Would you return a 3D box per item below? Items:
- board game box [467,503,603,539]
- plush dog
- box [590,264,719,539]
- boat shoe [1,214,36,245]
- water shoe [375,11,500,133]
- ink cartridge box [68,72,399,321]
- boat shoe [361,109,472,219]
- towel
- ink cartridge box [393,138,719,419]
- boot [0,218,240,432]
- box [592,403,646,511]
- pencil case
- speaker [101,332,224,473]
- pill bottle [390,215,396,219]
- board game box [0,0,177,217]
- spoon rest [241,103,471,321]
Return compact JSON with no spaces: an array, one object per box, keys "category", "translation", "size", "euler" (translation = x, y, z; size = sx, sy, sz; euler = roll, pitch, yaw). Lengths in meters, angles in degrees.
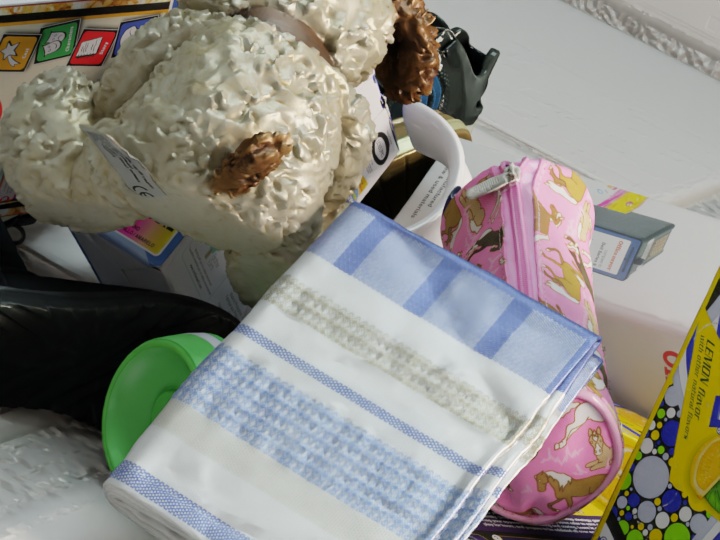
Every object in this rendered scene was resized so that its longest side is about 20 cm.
[{"category":"board game box","translation":[0.082,0.159,1.315],"size":[0.199,0.057,0.165],"euler":[10,18,-46]},{"category":"plush dog","translation":[-0.051,-0.094,1.363],"size":[0.199,0.173,0.160],"euler":[23,-27,-11]},{"category":"box","translation":[0.181,0.058,1.316],"size":[0.070,0.201,0.064],"euler":[30,14,28]},{"category":"boat shoe","translation":[-0.200,-0.051,1.603],"size":[0.074,0.062,0.200],"euler":[32,30,10]},{"category":"water shoe","translation":[0.015,-0.120,1.703],"size":[0.071,0.079,0.200],"euler":[31,12,23]},{"category":"ink cartridge box","translation":[-0.055,-0.061,1.509],"size":[0.076,0.200,0.137],"euler":[32,-17,24]},{"category":"boat shoe","translation":[-0.036,-0.048,1.617],"size":[0.063,0.200,0.073],"euler":[64,0,25]},{"category":"towel","translation":[0.000,0.067,1.261],"size":[0.146,0.024,0.200],"euler":[30,56,17]},{"category":"ink cartridge box","translation":[0.124,0.029,1.583],"size":[0.199,0.088,0.146],"euler":[20,-35,27]},{"category":"boot","translation":[-0.159,0.007,1.413],"size":[0.199,0.077,0.168],"euler":[9,24,-31]},{"category":"box","translation":[0.106,0.099,1.514],"size":[0.199,0.070,0.064],"euler":[27,11,7]},{"category":"pencil case","translation":[0.081,0.030,1.387],"size":[0.086,0.083,0.201],"euler":[33,30,-24]},{"category":"speaker","translation":[-0.023,0.081,1.363],"size":[0.199,0.089,0.088],"euler":[11,19,-43]},{"category":"pill bottle","translation":[-0.031,-0.037,1.722],"size":[0.200,0.115,0.114],"euler":[34,17,33]},{"category":"board game box","translation":[-0.157,-0.098,1.501],"size":[0.199,0.152,0.046],"euler":[-9,49,-40]},{"category":"spoon rest","translation":[0.000,0.000,1.500],"size":[0.060,0.201,0.100],"euler":[19,-29,30]}]
